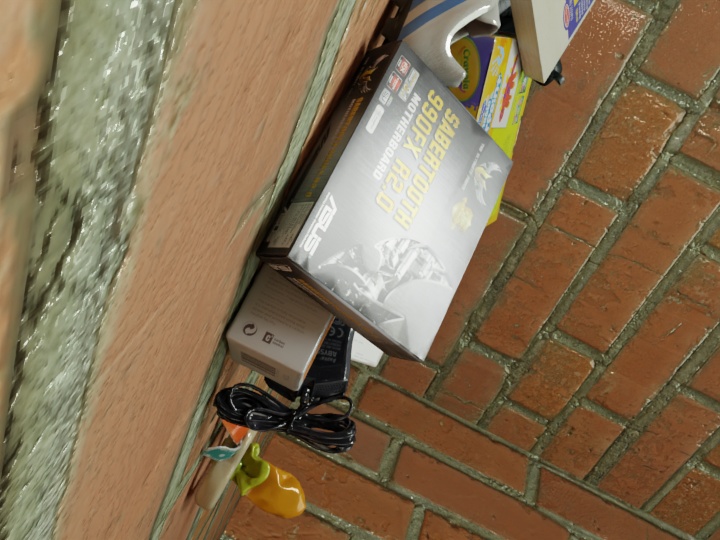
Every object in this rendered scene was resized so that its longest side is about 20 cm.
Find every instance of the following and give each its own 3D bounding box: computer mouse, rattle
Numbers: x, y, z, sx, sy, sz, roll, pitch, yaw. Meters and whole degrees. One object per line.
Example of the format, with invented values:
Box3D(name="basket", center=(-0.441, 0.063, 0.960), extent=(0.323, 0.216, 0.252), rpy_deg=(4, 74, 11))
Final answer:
Box3D(name="computer mouse", center=(-0.056, 0.072, 0.771), extent=(0.053, 0.137, 0.201), rpy_deg=(121, -16, -65))
Box3D(name="rattle", center=(-0.122, 0.243, 0.937), extent=(0.130, 0.143, 0.200), rpy_deg=(-39, 169, -39))

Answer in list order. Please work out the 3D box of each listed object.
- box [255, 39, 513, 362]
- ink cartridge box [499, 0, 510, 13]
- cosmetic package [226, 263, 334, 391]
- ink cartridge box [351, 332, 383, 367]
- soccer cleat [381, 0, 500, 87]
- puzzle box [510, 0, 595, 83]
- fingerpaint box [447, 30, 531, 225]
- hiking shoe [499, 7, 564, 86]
Box3D(name="box", center=(0.028, -0.052, 0.623), extent=(0.048, 0.158, 0.201), rpy_deg=(2, -121, 52))
Box3D(name="ink cartridge box", center=(0.136, -0.291, 0.797), extent=(0.199, 0.039, 0.099), rpy_deg=(-37, 175, 12))
Box3D(name="cosmetic package", center=(-0.039, -0.005, 0.682), extent=(0.101, 0.071, 0.201), rpy_deg=(112, 3, -73))
Box3D(name="ink cartridge box", center=(0.000, 0.000, 0.885), extent=(0.160, 0.050, 0.201), rpy_deg=(24, 91, -46))
Box3D(name="soccer cleat", center=(0.089, -0.247, 0.652), extent=(0.070, 0.086, 0.201), rpy_deg=(88, 26, -88))
Box3D(name="puzzle box", center=(0.177, -0.277, 0.693), extent=(0.134, 0.025, 0.200), rpy_deg=(-57, 154, -10))
Box3D(name="fingerpaint box", center=(0.104, -0.140, 0.786), extent=(0.167, 0.073, 0.202), rpy_deg=(-29, 134, -59))
Box3D(name="hiking shoe", center=(0.178, -0.266, 0.922), extent=(0.074, 0.087, 0.200), rpy_deg=(-31, -158, 10))
